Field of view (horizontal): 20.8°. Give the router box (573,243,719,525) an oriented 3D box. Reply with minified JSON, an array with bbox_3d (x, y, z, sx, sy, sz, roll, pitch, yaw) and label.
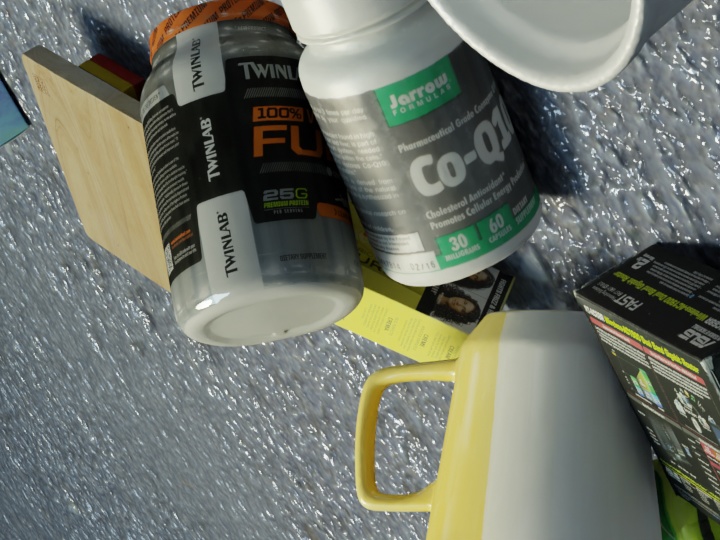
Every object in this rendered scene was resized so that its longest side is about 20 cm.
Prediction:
[{"bbox_3d":[0.208,0.077,1.105,0.150,0.062,0.200,61,173,-16],"label":"router box"}]

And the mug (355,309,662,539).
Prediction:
[{"bbox_3d":[0.101,0.103,1.233,0.149,0.185,0.154,161,112,-75],"label":"mug"}]

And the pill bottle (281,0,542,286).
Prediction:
[{"bbox_3d":[0.029,-0.102,1.204,0.113,0.113,0.201,15,135,55],"label":"pill bottle"}]

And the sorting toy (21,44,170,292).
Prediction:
[{"bbox_3d":[-0.179,-0.087,1.655,0.198,0.069,0.201,31,146,42],"label":"sorting toy"}]

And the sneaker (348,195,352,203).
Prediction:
[{"bbox_3d":[-0.023,-0.081,1.395,0.201,0.075,0.081,62,178,-28],"label":"sneaker"}]

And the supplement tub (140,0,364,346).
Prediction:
[{"bbox_3d":[-0.073,-0.063,1.247,0.123,0.122,0.201,129,132,-65],"label":"supplement tub"}]

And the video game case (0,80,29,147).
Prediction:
[{"bbox_3d":[-0.428,-0.212,1.978,0.201,0.045,0.181,61,156,-14],"label":"video game case"}]

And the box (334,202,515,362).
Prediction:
[{"bbox_3d":[0.000,0.000,1.336,0.199,0.075,0.050,25,135,5],"label":"box"}]

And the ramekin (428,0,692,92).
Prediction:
[{"bbox_3d":[0.098,-0.199,0.971,0.200,0.098,0.201,41,152,28],"label":"ramekin"}]

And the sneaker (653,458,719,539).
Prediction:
[{"bbox_3d":[0.224,0.207,1.303,0.083,0.074,0.201,16,126,51],"label":"sneaker"}]
